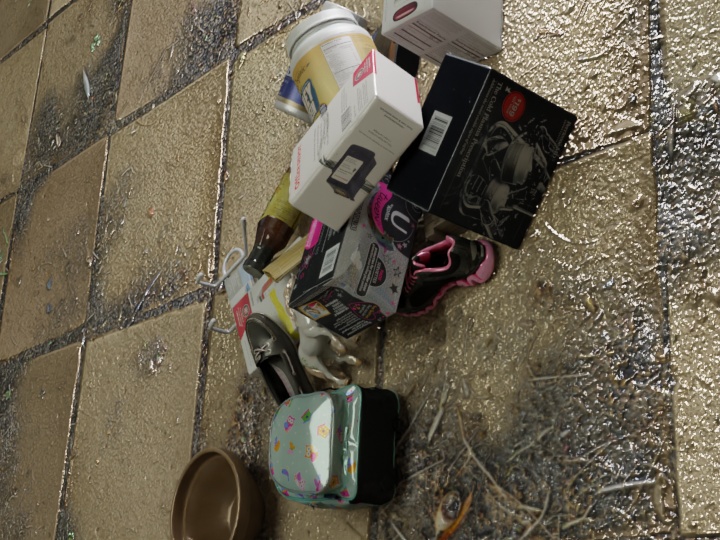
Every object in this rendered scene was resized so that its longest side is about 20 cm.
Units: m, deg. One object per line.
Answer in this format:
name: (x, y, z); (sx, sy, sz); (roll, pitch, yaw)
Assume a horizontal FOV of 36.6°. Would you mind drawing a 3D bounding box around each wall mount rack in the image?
wall mount rack: (-0.219, 0.013, 1.944); (0.174, 0.074, 0.201); (-46, 46, 26)

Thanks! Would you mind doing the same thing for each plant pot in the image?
plant pot: (-0.221, 0.397, 1.777); (0.200, 0.092, 0.203); (-24, 57, 44)

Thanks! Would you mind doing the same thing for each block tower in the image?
block tower: (0.119, -0.139, 1.612); (0.058, 0.054, 0.202); (-31, 54, 40)

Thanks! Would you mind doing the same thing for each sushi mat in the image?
sushi mat: (-0.066, -0.052, 1.702); (0.199, 0.012, 0.096); (-39, 16, -7)

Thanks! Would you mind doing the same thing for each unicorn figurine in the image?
unicorn figurine: (-0.062, 0.093, 1.642); (0.136, 0.074, 0.202); (27, 125, 25)

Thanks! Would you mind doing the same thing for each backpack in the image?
backpack: (-0.050, 0.259, 1.585); (0.199, 0.152, 0.178); (-19, 66, 52)

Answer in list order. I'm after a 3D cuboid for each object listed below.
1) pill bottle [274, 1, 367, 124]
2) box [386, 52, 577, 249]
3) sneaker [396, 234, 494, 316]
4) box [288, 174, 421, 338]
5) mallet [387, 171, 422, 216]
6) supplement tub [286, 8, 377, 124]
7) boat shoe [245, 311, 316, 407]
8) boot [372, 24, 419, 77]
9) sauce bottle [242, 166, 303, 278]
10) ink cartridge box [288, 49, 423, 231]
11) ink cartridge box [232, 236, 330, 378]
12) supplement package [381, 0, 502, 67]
pill bottle: (-0.063, -0.353, 1.874); (0.111, 0.110, 0.202); (30, 99, 51)
box: (0.165, -0.158, 1.463); (0.104, 0.181, 0.202); (32, 101, 50)
sneaker: (0.095, 0.001, 1.554); (0.199, 0.095, 0.080); (-33, 54, 40)
box: (-0.003, -0.027, 1.559); (0.132, 0.114, 0.202); (-31, 38, 50)
mallet: (0.042, -0.126, 1.721); (0.066, 0.041, 0.201); (-54, 37, 25)
supplement tub: (-0.027, -0.296, 1.727); (0.144, 0.144, 0.202); (-38, 67, 35)
boat shoe: (-0.125, 0.157, 1.702); (0.067, 0.057, 0.201); (-31, 91, 31)
boot: (0.055, -0.406, 1.782); (0.096, 0.074, 0.203); (6, 82, 48)
sauce bottle: (-0.140, -0.082, 1.850); (0.066, 0.066, 0.201); (-1, 54, 50)
ink cartridge box: (-0.009, -0.177, 1.485); (0.200, 0.084, 0.146); (-48, 24, 28)
ink cartridge box: (-0.111, 0.065, 1.785); (0.200, 0.083, 0.146); (-45, 46, 29)
supplement package: (0.127, -0.432, 1.639); (0.110, 0.155, 0.203); (-16, 63, 45)
